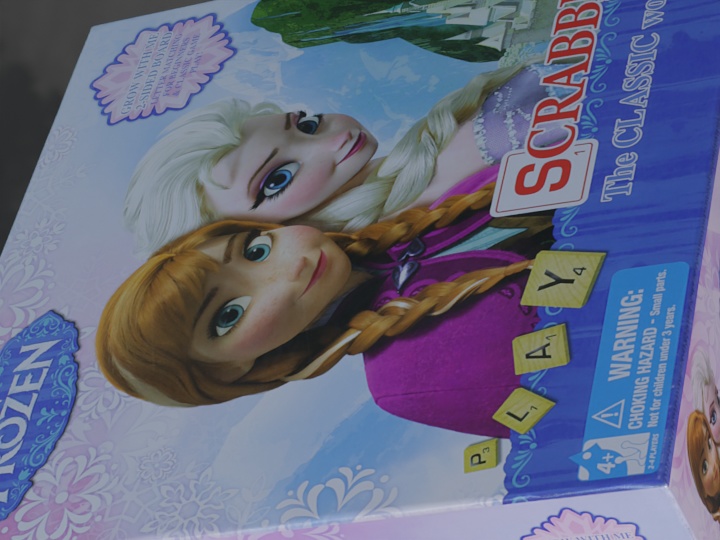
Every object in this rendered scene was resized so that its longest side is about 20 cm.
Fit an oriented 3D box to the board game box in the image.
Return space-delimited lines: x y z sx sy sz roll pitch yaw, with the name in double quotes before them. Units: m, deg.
"board game box" 0.000 0.000 0.665 0.199 0.041 0.200 -10 42 24
